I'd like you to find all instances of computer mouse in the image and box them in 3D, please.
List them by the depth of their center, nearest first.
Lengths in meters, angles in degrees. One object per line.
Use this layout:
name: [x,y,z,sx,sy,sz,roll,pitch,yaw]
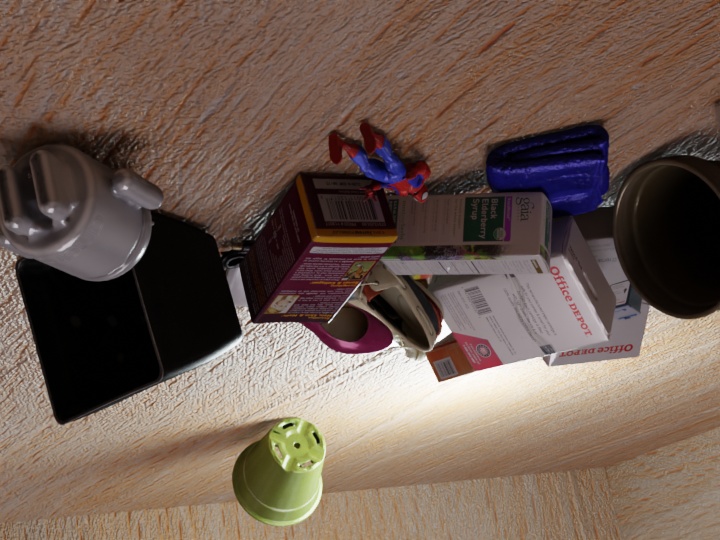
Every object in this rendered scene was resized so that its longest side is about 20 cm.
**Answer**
computer mouse: [-0.139,0.010,1.743,0.108,0.044,0.200,-6,162,-17]

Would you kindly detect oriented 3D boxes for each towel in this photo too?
towel: [0.226,-0.105,1.589,0.146,0.050,0.200,-13,163,6]

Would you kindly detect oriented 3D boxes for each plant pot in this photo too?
plant pot: [-0.255,0.046,1.567,0.199,0.202,0.176,-24,170,38]
plant pot: [0.445,-0.060,1.679,0.172,0.202,0.200,-20,171,-34]
plant pot: [-0.153,0.399,2.776,0.197,0.202,0.191,-4,149,-20]

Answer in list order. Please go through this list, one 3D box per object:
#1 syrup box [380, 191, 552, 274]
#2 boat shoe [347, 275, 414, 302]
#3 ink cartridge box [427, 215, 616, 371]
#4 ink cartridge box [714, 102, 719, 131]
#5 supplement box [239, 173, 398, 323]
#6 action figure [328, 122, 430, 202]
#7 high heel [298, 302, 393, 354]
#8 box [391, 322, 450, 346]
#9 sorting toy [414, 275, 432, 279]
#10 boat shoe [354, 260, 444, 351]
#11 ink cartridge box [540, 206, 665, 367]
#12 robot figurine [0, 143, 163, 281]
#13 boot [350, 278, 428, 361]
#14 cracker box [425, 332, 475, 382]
syrup box: [0.127,-0.043,1.597,0.197,0.080,0.081,-1,163,18]
boat shoe: [0.000,-0.001,1.748,0.071,0.071,0.200,0,162,-41]
ink cartridge box: [0.209,0.033,1.714,0.198,0.085,0.145,-17,120,32]
ink cartridge box: [0.501,-0.142,1.504,0.198,0.130,0.125,5,157,-43]
supplement box: [-0.053,-0.022,1.568,0.109,0.087,0.200,0,149,-30]
action figure: [0.031,-0.108,1.472,0.065,0.052,0.200,-21,163,20]
high heel: [-0.028,0.056,1.739,0.198,0.068,0.096,25,154,-22]
box: [0.093,0.071,2.084,0.135,0.040,0.200,-5,162,-17]
sorting toy: [0.132,-0.027,1.801,0.183,0.037,0.200,-4,162,-22]
boat shoe: [0.026,0.021,1.678,0.200,0.063,0.071,43,126,-14]
ink cartridge box: [0.316,0.021,1.813,0.144,0.086,0.202,-6,121,-16]
robot figurine: [-0.282,-0.055,1.334,0.168,0.114,0.200,-18,162,16]
boot: [0.023,0.070,1.923,0.153,0.074,0.201,1,155,5]
cracker box: [0.208,0.094,2.049,0.133,0.058,0.199,-22,-173,44]
